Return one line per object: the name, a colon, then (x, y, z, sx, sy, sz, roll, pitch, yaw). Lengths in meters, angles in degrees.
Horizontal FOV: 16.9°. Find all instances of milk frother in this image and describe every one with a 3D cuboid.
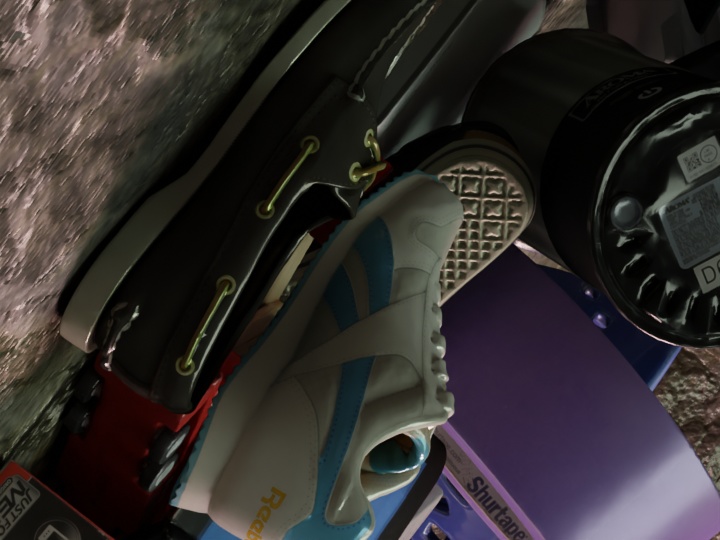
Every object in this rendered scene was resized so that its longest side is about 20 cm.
milk frother: (0.162, -0.008, 1.135, 0.180, 0.200, 0.188, -10, -164, -13)

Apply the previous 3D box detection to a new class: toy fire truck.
toy fire truck: (-0.065, 0.032, 1.044, 0.141, 0.049, 0.200, -46, 169, -36)

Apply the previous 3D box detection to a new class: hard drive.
hard drive: (0.041, -0.102, 1.148, 0.132, 0.026, 0.200, -52, 173, -3)

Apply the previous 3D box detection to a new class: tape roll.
tape roll: (0.086, 0.078, 1.211, 0.085, 0.200, 0.200, -39, 170, -7)

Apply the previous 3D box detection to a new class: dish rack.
dish rack: (0.162, -0.129, 1.311, 0.172, 0.043, 0.200, 102, -12, -52)

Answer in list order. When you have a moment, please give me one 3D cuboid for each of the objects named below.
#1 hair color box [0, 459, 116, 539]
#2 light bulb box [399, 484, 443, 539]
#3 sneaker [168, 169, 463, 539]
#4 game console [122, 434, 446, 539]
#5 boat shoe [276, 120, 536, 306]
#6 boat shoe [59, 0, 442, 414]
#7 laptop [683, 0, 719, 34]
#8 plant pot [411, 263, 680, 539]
hair color box: (-0.154, 0.158, 1.043, 0.102, 0.061, 0.200, -50, 173, -18)
light bulb box: (-0.080, 0.177, 1.320, 0.198, 0.125, 0.200, -55, 170, 17)
sneaker: (0.001, 0.040, 0.965, 0.200, 0.081, 0.077, -57, 175, -41)
game console: (-0.009, 0.149, 1.080, 0.119, 0.173, 0.200, -29, 151, 9)
boat shoe: (0.000, 0.000, 1.111, 0.200, 0.075, 0.062, -39, -161, 24)
boat shoe: (-0.028, -0.035, 0.918, 0.201, 0.061, 0.072, -51, 172, -11)
laptop: (0.195, -0.245, 1.115, 0.200, 0.103, 0.177, -48, 171, -27)
plant pot: (0.075, 0.098, 1.648, 0.200, 0.180, 0.200, -46, 171, -36)
